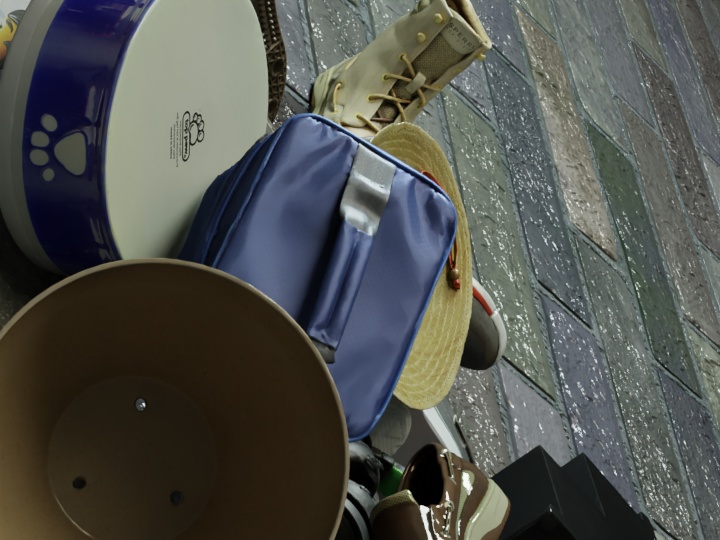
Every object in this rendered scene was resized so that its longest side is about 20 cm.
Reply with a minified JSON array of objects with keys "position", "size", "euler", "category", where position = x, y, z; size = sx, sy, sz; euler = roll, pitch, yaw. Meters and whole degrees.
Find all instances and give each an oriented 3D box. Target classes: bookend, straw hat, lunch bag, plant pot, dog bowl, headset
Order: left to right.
[{"position":[-0.135,-0.090,1.409],"size":[0.200,0.078,0.202],"euler":[-40,135,-54],"category":"dog bowl"},{"position":[-0.115,0.100,1.219],"size":[0.201,0.200,0.134],"euler":[52,-12,-3],"category":"plant pot"},{"position":[-0.040,0.019,1.353],"size":[0.135,0.132,0.201],"euler":[27,66,-13],"category":"lunch bag"},{"position":[-0.015,0.134,1.454],"size":[0.199,0.094,0.124],"euler":[28,29,-17],"category":"headset"},{"position":[0.000,0.000,1.556],"size":[0.201,0.084,0.203],"euler":[23,65,-61],"category":"straw hat"},{"position":[0.135,0.196,1.618],"size":[0.200,0.092,0.199],"euler":[48,15,-28],"category":"bookend"}]

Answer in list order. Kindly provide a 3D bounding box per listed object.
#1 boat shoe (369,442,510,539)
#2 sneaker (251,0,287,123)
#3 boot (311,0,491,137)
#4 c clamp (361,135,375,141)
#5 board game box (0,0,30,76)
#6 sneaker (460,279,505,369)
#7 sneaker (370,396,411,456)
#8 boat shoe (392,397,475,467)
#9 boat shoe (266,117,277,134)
[{"position":[0.030,0.169,1.377],"size":[0.075,0.075,0.203],"euler":[50,23,-10],"category":"boat shoe"},{"position":[-0.102,-0.171,1.678],"size":[0.075,0.201,0.070],"euler":[30,49,28],"category":"sneaker"},{"position":[0.033,-0.143,1.876],"size":[0.073,0.155,0.201],"euler":[44,24,-22],"category":"boot"},{"position":[-0.036,-0.084,1.705],"size":[0.200,0.169,0.027],"euler":[-8,87,-81],"category":"c clamp"},{"position":[-0.263,-0.197,1.435],"size":[0.126,0.035,0.201],"euler":[-20,71,-31],"category":"board game box"},{"position":[0.026,0.024,1.743],"size":[0.200,0.077,0.082],"euler":[42,50,-24],"category":"sneaker"},{"position":[-0.047,0.067,1.542],"size":[0.200,0.077,0.082],"euler":[41,9,-47],"category":"sneaker"},{"position":[0.023,0.082,1.656],"size":[0.201,0.068,0.057],"euler":[65,21,11],"category":"boat shoe"},{"position":[-0.060,-0.043,1.600],"size":[0.057,0.067,0.201],"euler":[-35,111,-44],"category":"boat shoe"}]
